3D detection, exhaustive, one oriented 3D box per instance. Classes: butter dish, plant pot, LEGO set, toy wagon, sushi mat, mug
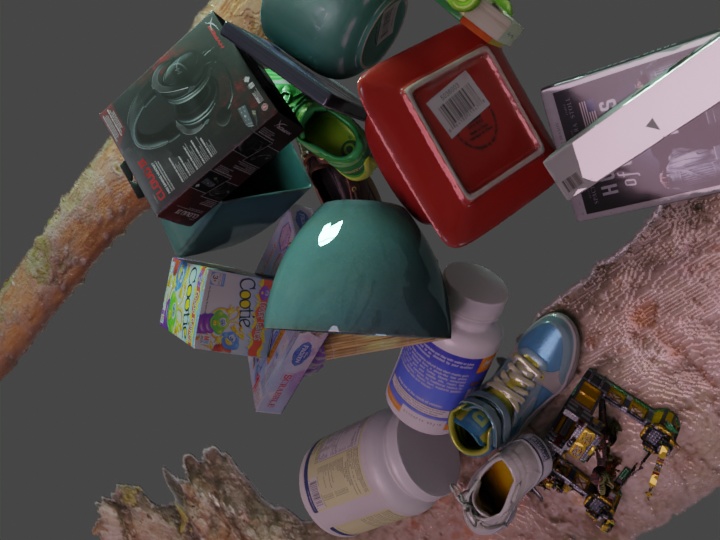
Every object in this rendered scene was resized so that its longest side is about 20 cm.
[{"bbox_3d":[0.086,-0.136,0.822,0.201,0.199,0.147,59,151,-5],"label":"butter dish"},{"bbox_3d":[-0.191,-0.108,1.005,0.200,0.140,0.143,-42,70,46],"label":"plant pot"},{"bbox_3d":[0.268,0.224,0.880,0.153,0.116,0.201,41,127,11],"label":"LEGO set"},{"bbox_3d":[0.077,-0.298,0.748,0.200,0.155,0.040,44,113,10],"label":"toy wagon"},{"bbox_3d":[0.021,0.050,0.917,0.198,0.012,0.097,-15,80,41],"label":"sushi mat"},{"bbox_3d":[0.000,0.000,0.802,0.198,0.199,0.137,-1,83,33],"label":"plant pot"},{"bbox_3d":[-0.023,-0.284,0.803,0.114,0.185,0.153,36,110,10],"label":"mug"}]

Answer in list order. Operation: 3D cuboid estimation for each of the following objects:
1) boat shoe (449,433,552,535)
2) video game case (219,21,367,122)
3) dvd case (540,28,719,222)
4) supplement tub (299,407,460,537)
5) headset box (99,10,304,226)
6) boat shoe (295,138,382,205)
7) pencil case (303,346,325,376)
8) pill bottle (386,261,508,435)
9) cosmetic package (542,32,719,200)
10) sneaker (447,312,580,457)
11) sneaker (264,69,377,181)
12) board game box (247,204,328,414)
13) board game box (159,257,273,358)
[{"bbox_3d":[0.149,0.270,0.892,0.075,0.085,0.203,57,146,25],"label":"boat shoe"},{"bbox_3d":[-0.055,-0.215,0.848,0.142,0.200,0.019,37,105,13],"label":"video game case"},{"bbox_3d":[0.295,-0.141,0.761,0.198,0.025,0.152,-12,103,35],"label":"dvd case"},{"bbox_3d":[0.025,0.276,1.044,0.199,0.145,0.146,-33,92,38],"label":"supplement tub"},{"bbox_3d":[-0.186,-0.160,0.847,0.199,0.077,0.150,-36,74,12],"label":"headset box"},{"bbox_3d":[-0.036,-0.134,0.951,0.070,0.070,0.202,-27,93,41],"label":"boat shoe"},{"bbox_3d":[-0.033,0.076,1.036,0.085,0.085,0.200,28,135,-24],"label":"pencil case"},{"bbox_3d":[0.110,0.095,0.930,0.111,0.112,0.202,31,124,18],"label":"pill bottle"},{"bbox_3d":[0.272,-0.147,0.707,0.199,0.082,0.051,-36,86,37],"label":"cosmetic package"},{"bbox_3d":[0.176,0.142,0.882,0.079,0.130,0.202,38,115,27],"label":"sneaker"},{"bbox_3d":[-0.061,-0.184,0.885,0.199,0.084,0.075,34,88,14],"label":"sneaker"},{"bbox_3d":[-0.102,0.050,1.013,0.201,0.041,0.201,-58,33,35],"label":"board game box"},{"bbox_3d":[-0.199,0.047,1.041,0.199,0.102,0.106,10,88,62],"label":"board game box"}]
